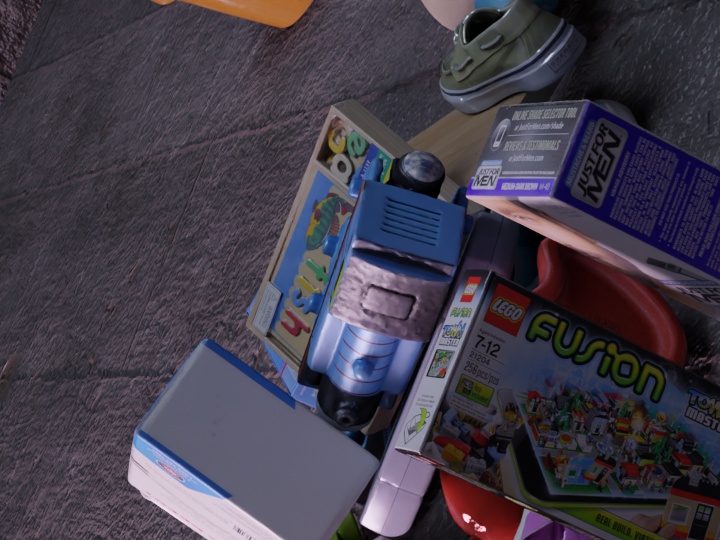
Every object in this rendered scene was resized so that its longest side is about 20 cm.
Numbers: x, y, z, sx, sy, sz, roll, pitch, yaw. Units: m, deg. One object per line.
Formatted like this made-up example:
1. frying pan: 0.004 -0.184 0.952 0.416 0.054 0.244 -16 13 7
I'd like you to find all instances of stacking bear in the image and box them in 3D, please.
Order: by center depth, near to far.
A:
1. stacking bear: 0.114 0.095 1.449 0.201 0.113 0.122 -62 -3 39

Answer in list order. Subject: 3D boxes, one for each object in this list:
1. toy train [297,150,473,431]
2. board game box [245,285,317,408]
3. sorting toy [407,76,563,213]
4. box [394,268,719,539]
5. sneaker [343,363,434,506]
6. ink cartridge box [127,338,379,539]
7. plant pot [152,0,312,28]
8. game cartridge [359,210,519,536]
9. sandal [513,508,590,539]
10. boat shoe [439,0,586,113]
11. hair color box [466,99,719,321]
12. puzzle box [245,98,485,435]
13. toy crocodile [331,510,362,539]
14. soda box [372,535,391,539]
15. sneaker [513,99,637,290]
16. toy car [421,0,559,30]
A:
1. toy train: 0.011 0.018 1.475 0.115 0.086 0.201 -76 5 -48
2. board game box: -0.032 0.013 1.971 0.152 0.036 0.200 -60 22 11
3. sorting toy: 0.069 -0.048 1.683 0.200 0.070 0.199 -32 17 43
4. box: 0.127 0.089 1.294 0.035 0.199 0.111 2 69 67
5. sneaker: 0.042 0.082 1.663 0.201 0.082 0.073 -63 19 1
6. ink cartridge box: -0.077 0.137 1.568 0.085 0.146 0.200 -55 -2 -15
7. plant pot: -0.131 -0.348 2.394 0.200 0.182 0.201 -50 25 34
8. game cartridge: 0.053 0.068 1.491 0.133 0.041 0.201 -77 8 -69
9. sandal: 0.129 0.164 1.373 0.050 0.082 0.204 -77 6 -64
10. boat shoe: 0.099 -0.162 1.650 0.072 0.062 0.200 -47 12 -16
11. hair color box: 0.173 -0.029 1.315 0.065 0.199 0.109 -67 22 -8
12. puzzle box: 0.000 0.000 1.598 0.133 0.025 0.201 40 126 25
13. toy crocodile: -0.041 0.191 1.767 0.067 0.062 0.200 -23 31 -3
14. soda box: -0.015 0.256 1.631 0.200 0.063 0.068 -38 33 51
15. sneaker: 0.140 -0.043 1.569 0.074 0.082 0.201 -36 36 49
16. toy car: 0.137 -0.283 1.798 0.199 0.185 0.177 -27 -14 -12
